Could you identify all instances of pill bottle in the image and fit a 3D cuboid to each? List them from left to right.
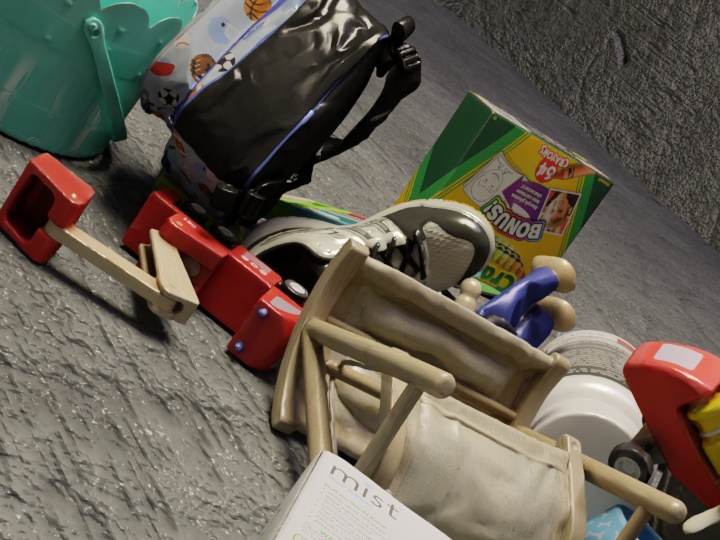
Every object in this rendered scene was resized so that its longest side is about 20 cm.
[{"bbox_3d":[0.176,0.125,0.990,0.113,0.115,0.200,37,17,3],"label":"pill bottle"}]

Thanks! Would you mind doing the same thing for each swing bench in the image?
[{"bbox_3d":[0.060,0.108,0.789,0.197,0.131,0.200,28,13,-25],"label":"swing bench"}]

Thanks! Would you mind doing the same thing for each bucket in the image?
[{"bbox_3d":[-0.236,-0.192,0.962,0.206,0.135,0.208,33,18,-12],"label":"bucket"}]

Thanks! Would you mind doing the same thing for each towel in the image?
[{"bbox_3d":[-0.131,-0.077,1.081,0.086,0.018,0.200,38,15,-14],"label":"towel"}]

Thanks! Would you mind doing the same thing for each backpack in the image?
[{"bbox_3d":[-0.077,-0.122,0.950,0.154,0.200,0.191,46,-19,6],"label":"backpack"}]

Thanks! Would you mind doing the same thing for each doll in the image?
[{"bbox_3d":[0.091,0.063,0.949,0.048,0.138,0.200,22,46,33],"label":"doll"}]

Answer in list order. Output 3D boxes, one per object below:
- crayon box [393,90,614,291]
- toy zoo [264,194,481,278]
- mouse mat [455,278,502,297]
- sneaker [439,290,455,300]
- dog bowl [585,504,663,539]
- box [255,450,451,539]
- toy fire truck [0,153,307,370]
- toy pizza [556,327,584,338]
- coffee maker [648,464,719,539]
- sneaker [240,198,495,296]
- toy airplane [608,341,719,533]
[{"bbox_3d":[0.145,-0.068,1.331,0.198,0.174,0.058,23,18,-37],"label":"crayon box"},{"bbox_3d":[0.012,-0.028,1.068,0.197,0.021,0.131,19,6,21],"label":"toy zoo"},{"bbox_3d":[0.031,-0.010,1.091,0.159,0.008,0.200,14,6,-25],"label":"mouse mat"},{"bbox_3d":[0.074,0.066,1.019,0.114,0.073,0.201,40,17,0],"label":"sneaker"},{"bbox_3d":[0.211,0.237,0.823,0.200,0.050,0.111,49,11,15],"label":"dog bowl"},{"bbox_3d":[0.022,0.195,0.528,0.199,0.097,0.177,36,16,0],"label":"box"},{"bbox_3d":[-0.125,-0.001,0.832,0.199,0.049,0.141,39,17,3],"label":"toy fire truck"},{"bbox_3d":[0.278,0.134,1.313,0.199,0.032,0.201,33,18,-12],"label":"toy pizza"},{"bbox_3d":[0.331,0.200,0.966,0.198,0.194,0.135,25,11,-35],"label":"coffee maker"},{"bbox_3d":[0.000,0.000,0.924,0.088,0.197,0.077,-61,141,-67],"label":"sneaker"},{"bbox_3d":[0.272,0.134,0.801,0.196,0.142,0.202,13,44,-23],"label":"toy airplane"}]
